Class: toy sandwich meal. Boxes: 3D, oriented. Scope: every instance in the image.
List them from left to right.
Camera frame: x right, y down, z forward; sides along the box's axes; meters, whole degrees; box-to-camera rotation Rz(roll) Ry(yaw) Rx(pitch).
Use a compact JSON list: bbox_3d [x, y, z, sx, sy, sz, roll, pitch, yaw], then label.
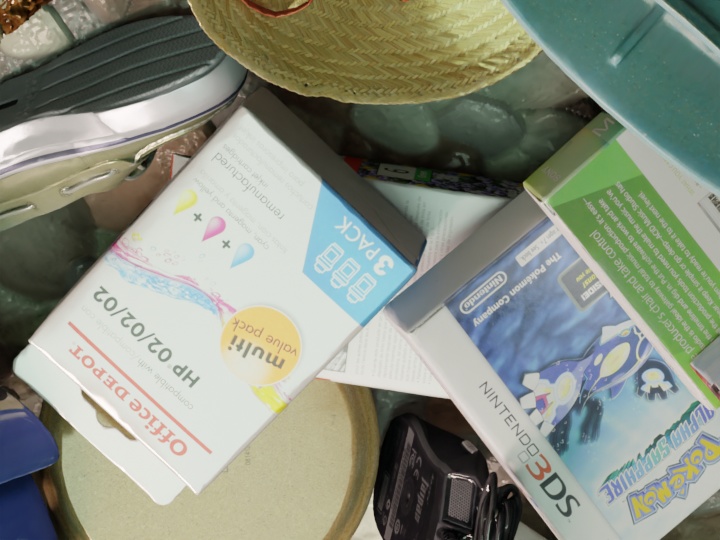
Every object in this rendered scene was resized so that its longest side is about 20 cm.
[{"bbox_3d":[-0.087,0.098,1.166,0.204,0.070,0.207,0,96,-2],"label":"toy sandwich meal"}]

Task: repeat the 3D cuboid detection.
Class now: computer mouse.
[{"bbox_3d":[0.047,0.157,1.108,0.046,0.200,0.141,9,95,-16],"label":"computer mouse"}]

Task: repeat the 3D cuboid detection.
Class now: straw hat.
[{"bbox_3d":[0.011,-0.176,0.963,0.200,0.085,0.202,-6,123,-8],"label":"straw hat"}]

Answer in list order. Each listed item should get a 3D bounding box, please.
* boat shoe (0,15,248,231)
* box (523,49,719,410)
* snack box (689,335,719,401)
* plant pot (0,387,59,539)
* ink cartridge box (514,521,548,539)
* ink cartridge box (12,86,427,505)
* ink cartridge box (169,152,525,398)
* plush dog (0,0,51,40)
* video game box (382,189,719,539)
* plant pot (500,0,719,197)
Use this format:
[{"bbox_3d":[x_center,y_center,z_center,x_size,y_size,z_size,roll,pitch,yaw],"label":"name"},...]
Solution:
[{"bbox_3d":[-0.134,-0.072,1.072,0.199,0.072,0.062,-15,131,29],"label":"boat shoe"},{"bbox_3d":[0.194,-0.052,1.002,0.200,0.036,0.144,-42,112,-1],"label":"box"},{"bbox_3d":[0.275,0.028,0.996,0.200,0.053,0.142,-43,111,6],"label":"snack box"},{"bbox_3d":[-0.276,0.133,1.113,0.200,0.199,0.181,29,123,38],"label":"plant pot"},{"bbox_3d":[0.111,0.240,1.199,0.200,0.084,0.145,35,143,-15],"label":"ink cartridge box"},{"bbox_3d":[-0.077,0.024,1.039,0.115,0.068,0.200,42,104,-5],"label":"ink cartridge box"},{"bbox_3d":[0.000,0.000,1.088,0.199,0.050,0.110,9,105,3],"label":"ink cartridge box"},{"bbox_3d":[-0.230,-0.149,0.997,0.199,0.161,0.172,-10,145,14],"label":"plush dog"},{"bbox_3d":[0.140,0.028,1.055,0.200,0.047,0.182,-40,116,-3],"label":"video game box"},{"bbox_3d":[0.176,-0.153,0.871,0.200,0.200,0.196,42,84,-19],"label":"plant pot"}]
